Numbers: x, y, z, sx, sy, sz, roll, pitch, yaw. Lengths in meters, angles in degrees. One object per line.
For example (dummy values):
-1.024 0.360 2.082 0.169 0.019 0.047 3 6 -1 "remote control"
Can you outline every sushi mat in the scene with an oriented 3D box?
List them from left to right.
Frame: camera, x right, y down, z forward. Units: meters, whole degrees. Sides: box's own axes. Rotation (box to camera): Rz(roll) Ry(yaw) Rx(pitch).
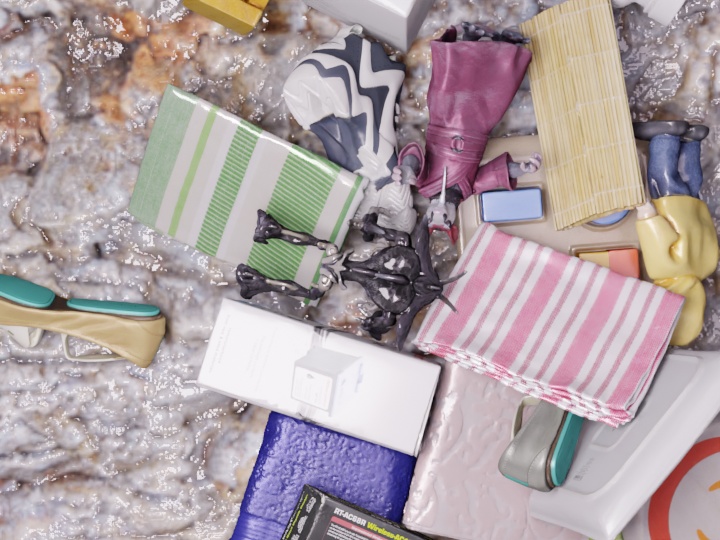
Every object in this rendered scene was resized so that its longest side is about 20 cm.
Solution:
0.197 -0.143 1.579 0.096 0.012 0.200 -17 77 39 "sushi mat"

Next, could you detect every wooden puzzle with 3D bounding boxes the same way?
0.181 -0.028 1.623 0.185 0.046 0.200 -5 88 2 "wooden puzzle"

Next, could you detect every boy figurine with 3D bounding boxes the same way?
0.283 -0.032 1.591 0.064 0.124 0.200 -2 88 39 "boy figurine"

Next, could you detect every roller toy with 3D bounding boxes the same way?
0.306 0.200 1.565 0.200 0.140 0.183 17 94 -8 "roller toy"

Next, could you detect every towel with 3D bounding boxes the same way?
-0.105 -0.066 1.610 0.200 0.023 0.153 26 124 3 "towel"
-0.043 0.239 1.626 0.147 0.050 0.200 18 89 -5 "towel"
0.146 0.151 1.592 0.191 0.032 0.200 15 90 -23 "towel"
0.164 0.041 1.525 0.200 0.030 0.146 21 56 15 "towel"

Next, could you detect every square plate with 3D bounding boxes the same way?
0.229 0.137 1.503 0.028 0.200 0.198 43 80 -9 "square plate"

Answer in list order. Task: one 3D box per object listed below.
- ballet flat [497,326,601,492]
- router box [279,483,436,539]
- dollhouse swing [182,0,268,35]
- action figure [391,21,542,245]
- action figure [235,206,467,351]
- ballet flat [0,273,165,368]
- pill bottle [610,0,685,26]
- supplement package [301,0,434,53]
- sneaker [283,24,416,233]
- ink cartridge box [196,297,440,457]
0.176 0.105 1.543 0.064 0.067 0.200 10 50 30 "ballet flat"
0.010 0.297 1.573 0.200 0.062 0.150 27 86 -20 "router box"
-0.131 -0.343 1.591 0.176 0.182 0.200 28 90 -9 "dollhouse swing"
0.079 -0.122 1.581 0.134 0.149 0.200 10 101 -21 "action figure"
0.000 0.000 1.539 0.200 0.102 0.119 12 94 15 "action figure"
-0.280 0.049 1.629 0.200 0.069 0.063 12 103 3 "ballet flat"
0.214 -0.307 1.599 0.200 0.109 0.109 32 90 3 "pill bottle"
0.016 -0.280 1.558 0.117 0.200 0.117 27 90 2 "supplement package"
0.013 -0.135 1.617 0.199 0.079 0.130 55 46 -26 "sneaker"
-0.033 0.093 1.576 0.200 0.146 0.086 16 89 2 "ink cartridge box"
